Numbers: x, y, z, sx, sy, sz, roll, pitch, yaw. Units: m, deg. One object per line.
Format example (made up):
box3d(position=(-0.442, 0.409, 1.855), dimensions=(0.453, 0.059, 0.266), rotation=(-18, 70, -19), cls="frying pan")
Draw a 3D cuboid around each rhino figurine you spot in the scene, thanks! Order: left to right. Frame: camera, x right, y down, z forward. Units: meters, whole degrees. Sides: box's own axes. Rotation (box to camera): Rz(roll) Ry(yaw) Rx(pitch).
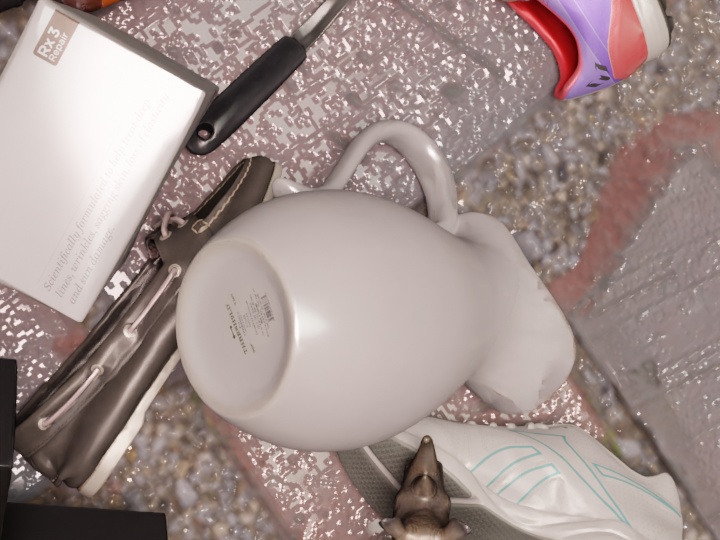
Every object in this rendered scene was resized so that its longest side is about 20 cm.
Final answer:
box3d(position=(0.026, 0.177, 0.752), dimensions=(0.059, 0.087, 0.202), rotation=(7, 106, 4), cls="rhino figurine")

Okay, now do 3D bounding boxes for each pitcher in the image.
box3d(position=(0.000, 0.000, 0.743), dimensions=(0.199, 0.121, 0.172), rotation=(-3, 63, -48), cls="pitcher")

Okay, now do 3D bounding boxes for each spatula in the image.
box3d(position=(-0.023, -0.135, 0.815), dimensions=(0.056, 0.021, 0.200), rotation=(42, 82, 5), cls="spatula")

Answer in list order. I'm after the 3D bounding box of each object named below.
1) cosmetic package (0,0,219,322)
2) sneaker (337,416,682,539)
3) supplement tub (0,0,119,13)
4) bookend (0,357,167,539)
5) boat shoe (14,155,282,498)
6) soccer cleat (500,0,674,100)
box3d(position=(-0.125, -0.055, 0.689), dimensions=(0.081, 0.200, 0.113), rotation=(29, 97, -8), cls="cosmetic package")
box3d(position=(0.081, 0.116, 0.811), dimensions=(0.199, 0.071, 0.081), rotation=(25, 48, 1), cls="sneaker")
box3d(position=(-0.113, -0.198, 0.757), dimensions=(0.199, 0.107, 0.108), rotation=(-25, 93, -12), cls="supplement tub")
box3d(position=(-0.167, 0.123, 0.682), dimensions=(0.197, 0.092, 0.201), rotation=(6, 121, -15), cls="bookend")
box3d(position=(-0.110, 0.019, 0.767), dimensions=(0.057, 0.067, 0.201), rotation=(32, 84, -14), cls="boat shoe")
box3d(position=(0.093, -0.190, 0.824), dimensions=(0.073, 0.068, 0.201), rotation=(-34, 97, -8), cls="soccer cleat")
